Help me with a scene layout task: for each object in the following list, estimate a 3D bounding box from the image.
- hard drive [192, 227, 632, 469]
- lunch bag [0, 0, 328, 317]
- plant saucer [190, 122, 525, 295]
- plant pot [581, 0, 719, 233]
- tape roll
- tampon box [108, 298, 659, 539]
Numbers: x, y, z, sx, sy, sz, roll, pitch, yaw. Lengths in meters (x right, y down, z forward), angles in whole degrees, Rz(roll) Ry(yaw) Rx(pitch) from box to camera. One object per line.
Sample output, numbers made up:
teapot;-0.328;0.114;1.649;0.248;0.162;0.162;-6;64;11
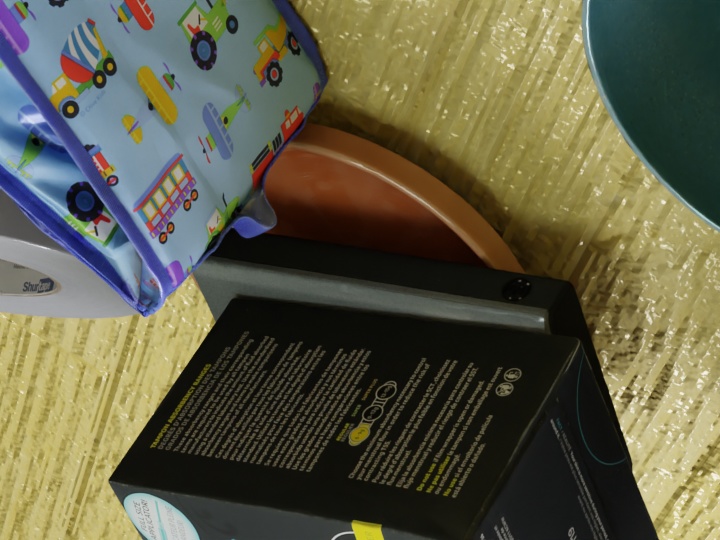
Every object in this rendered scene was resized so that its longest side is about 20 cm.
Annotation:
hard drive;0.025;0.047;1.361;0.199;0.033;0.140;9;140;32
lunch bag;-0.100;-0.091;1.240;0.094;0.151;0.200;-15;124;49
plant saucer;0.000;0.000;1.380;0.200;0.032;0.201;21;144;16
plant pot;0.197;-0.104;0.990;0.199;0.135;0.200;23;145;17
tape roll;-0.195;-0.031;1.391;0.199;0.066;0.200;8;167;2
tampon box;0.013;0.116;1.313;0.199;0.126;0.150;6;138;34
